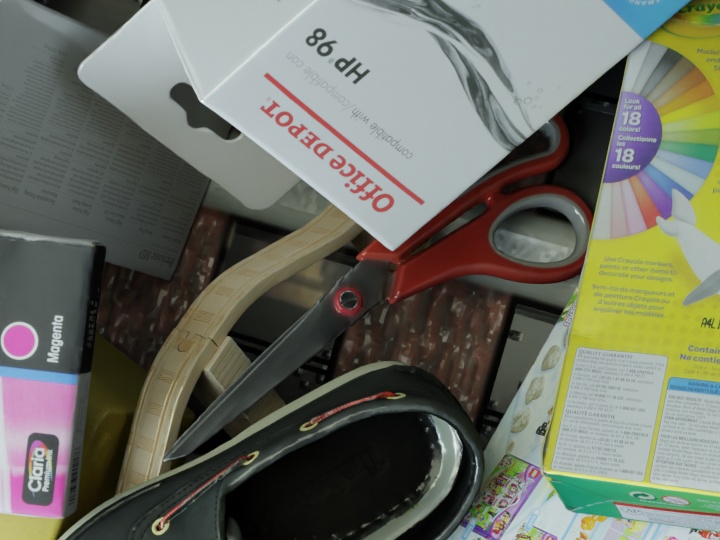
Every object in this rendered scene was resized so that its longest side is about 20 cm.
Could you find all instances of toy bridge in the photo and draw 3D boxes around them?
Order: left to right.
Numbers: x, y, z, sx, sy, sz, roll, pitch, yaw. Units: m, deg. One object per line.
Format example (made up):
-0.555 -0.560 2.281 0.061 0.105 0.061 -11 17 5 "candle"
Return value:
-0.047 0.045 1.092 0.027 0.067 0.200 14 61 42 "toy bridge"

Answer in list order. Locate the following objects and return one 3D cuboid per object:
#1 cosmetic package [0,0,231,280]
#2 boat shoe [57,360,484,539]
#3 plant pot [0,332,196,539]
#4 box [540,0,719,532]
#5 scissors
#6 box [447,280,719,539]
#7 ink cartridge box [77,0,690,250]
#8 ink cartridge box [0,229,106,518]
-0.117 -0.054 1.107 0.050 0.200 0.083 21 90 23 "cosmetic package"
-0.047 0.103 1.030 0.201 0.063 0.074 -34 104 -6 "boat shoe"
-0.176 0.086 1.128 0.176 0.200 0.201 21 91 12 "plant pot"
0.138 -0.010 1.029 0.117 0.048 0.201 7 71 20 "box"
0.000 0.000 1.094 0.199 0.014 0.073 -25 82 -19 "scissors"
0.119 0.070 1.051 0.136 0.039 0.201 26 78 24 "box"
0.013 -0.087 1.043 0.200 0.116 0.067 -40 44 14 "ink cartridge box"
-0.191 0.026 1.024 0.199 0.037 0.095 6 90 3 "ink cartridge box"
